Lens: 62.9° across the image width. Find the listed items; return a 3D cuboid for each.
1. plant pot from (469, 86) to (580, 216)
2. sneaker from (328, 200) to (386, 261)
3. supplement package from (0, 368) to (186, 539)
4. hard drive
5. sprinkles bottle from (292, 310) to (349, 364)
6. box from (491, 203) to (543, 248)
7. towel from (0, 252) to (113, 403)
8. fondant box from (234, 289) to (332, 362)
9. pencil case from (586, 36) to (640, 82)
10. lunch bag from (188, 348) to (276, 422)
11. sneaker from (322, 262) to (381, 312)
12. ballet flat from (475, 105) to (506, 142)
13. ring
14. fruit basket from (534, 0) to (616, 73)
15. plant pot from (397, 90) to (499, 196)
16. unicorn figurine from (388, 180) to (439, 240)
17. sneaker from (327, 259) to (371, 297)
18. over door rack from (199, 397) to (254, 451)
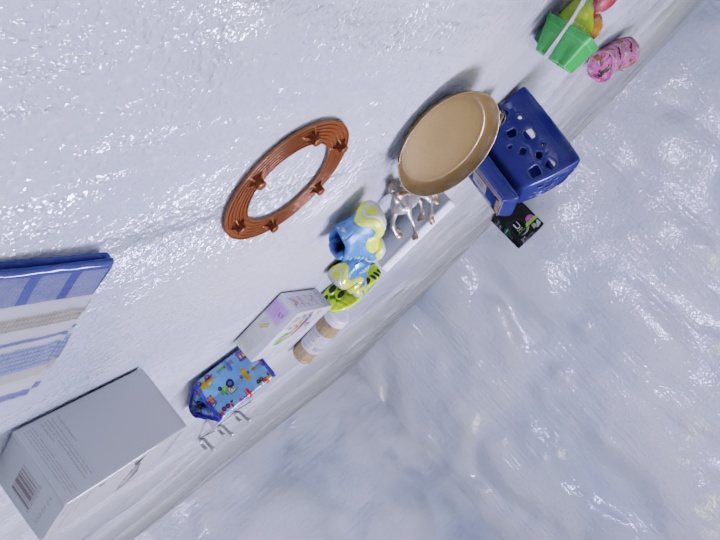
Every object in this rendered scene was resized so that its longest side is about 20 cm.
[{"bbox_3d":[0.332,-0.241,1.286,0.179,0.201,0.200,-36,170,4],"label":"plant pot"},{"bbox_3d":[-0.013,-0.054,1.067,0.105,0.076,0.200,-29,160,-11],"label":"sneaker"},{"bbox_3d":[-0.368,0.247,0.818,0.117,0.117,0.200,-50,168,33],"label":"supplement package"},{"bbox_3d":[0.107,-0.099,1.277,0.200,0.026,0.132,-45,-155,12],"label":"hard drive"},{"bbox_3d":[-0.113,0.179,1.642,0.200,0.068,0.068,-49,168,31],"label":"sprinkles bottle"},{"bbox_3d":[0.763,-0.237,2.878,0.148,0.200,0.124,-41,168,-3],"label":"box"},{"bbox_3d":[-0.318,0.061,0.521,0.200,0.024,0.147,-49,166,22],"label":"towel"},{"bbox_3d":[-0.155,0.110,1.232,0.144,0.058,0.200,-45,170,12],"label":"fondant box"},{"bbox_3d":[0.677,-0.564,1.576,0.082,0.087,0.200,-9,-161,47],"label":"pencil case"},{"bbox_3d":[-0.291,0.250,1.268,0.150,0.094,0.200,-37,-179,-31],"label":"lunch bag"},{"bbox_3d":[-0.023,0.054,1.454,0.200,0.074,0.084,-35,163,-39],"label":"sneaker"},{"bbox_3d":[0.207,-0.264,1.052,0.200,0.073,0.073,-31,164,-49],"label":"ballet flat"},{"bbox_3d":[-0.086,-0.106,0.733,0.200,0.019,0.201,-41,169,-10],"label":"ring"},{"bbox_3d":[0.380,-0.444,0.997,0.185,0.093,0.201,-25,144,-61],"label":"fruit basket"},{"bbox_3d":[0.141,-0.210,0.969,0.199,0.028,0.201,-23,144,-17],"label":"plant pot"},{"bbox_3d":[0.094,-0.130,1.127,0.200,0.073,0.138,-63,145,-52],"label":"unicorn figurine"},{"bbox_3d":[0.000,0.000,1.322,0.105,0.076,0.200,-45,169,8],"label":"sneaker"},{"bbox_3d":[-0.383,0.445,1.704,0.147,0.067,0.200,-36,168,-37],"label":"over door rack"}]
